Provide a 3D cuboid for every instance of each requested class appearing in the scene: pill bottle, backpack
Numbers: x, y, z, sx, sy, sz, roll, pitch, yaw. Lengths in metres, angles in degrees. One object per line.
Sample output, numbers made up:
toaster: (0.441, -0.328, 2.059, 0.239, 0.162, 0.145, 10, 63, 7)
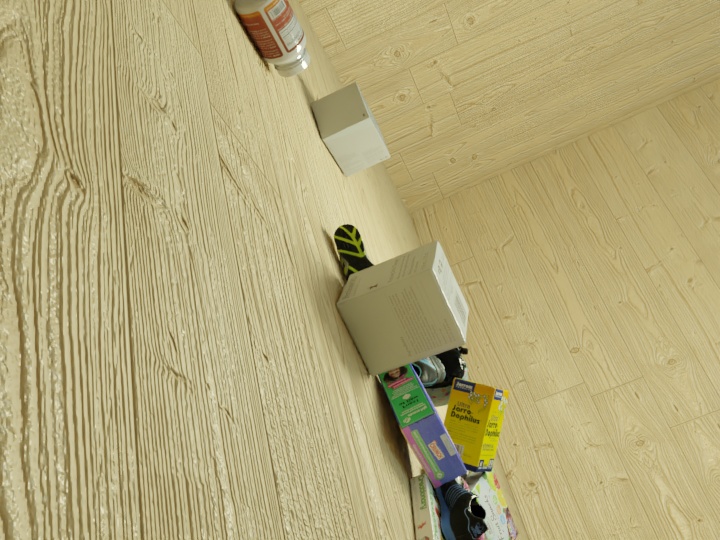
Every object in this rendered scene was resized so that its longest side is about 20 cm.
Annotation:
pill bottle: (-0.192, -0.540, 1.708, 0.200, 0.112, 0.112, 59, 12, -46)
backpack: (0.201, 0.273, 1.943, 0.200, 0.166, 0.127, 56, 33, -64)

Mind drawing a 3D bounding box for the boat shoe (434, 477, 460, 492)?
boat shoe: (0.169, 0.423, 1.560, 0.201, 0.070, 0.072, -96, 165, -53)

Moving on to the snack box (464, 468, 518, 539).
snack box: (0.304, 0.590, 1.825, 0.142, 0.053, 0.201, -33, 103, -53)

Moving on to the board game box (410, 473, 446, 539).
board game box: (0.132, 0.470, 1.336, 0.200, 0.035, 0.127, -92, 156, -68)

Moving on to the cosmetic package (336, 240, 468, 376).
cosmetic package: (0.087, 0.072, 1.475, 0.167, 0.199, 0.167, 64, 17, -15)

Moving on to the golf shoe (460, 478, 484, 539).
golf shoe: (0.199, 0.513, 1.577, 0.200, 0.075, 0.092, -103, -172, -55)

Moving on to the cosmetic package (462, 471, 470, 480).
cosmetic package: (0.278, 0.570, 1.909, 0.083, 0.051, 0.200, -81, 147, -72)

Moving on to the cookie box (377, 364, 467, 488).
cookie box: (0.114, 0.288, 1.469, 0.171, 0.075, 0.200, 62, 0, -29)

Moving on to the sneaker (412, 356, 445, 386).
sneaker: (0.120, 0.195, 1.830, 0.200, 0.082, 0.073, 51, -41, 30)

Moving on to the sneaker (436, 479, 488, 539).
sneaker: (0.188, 0.433, 1.393, 0.200, 0.078, 0.070, -86, 151, -73)

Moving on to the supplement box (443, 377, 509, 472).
supplement box: (0.269, 0.369, 1.811, 0.109, 0.109, 0.201, 22, 80, -58)

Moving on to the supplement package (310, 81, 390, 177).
supplement package: (-0.028, -0.412, 2.235, 0.200, 0.151, 0.151, 53, 16, -57)

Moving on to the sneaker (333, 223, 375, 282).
sneaker: (0.000, 0.000, 1.621, 0.076, 0.075, 0.201, 73, 2, -78)
